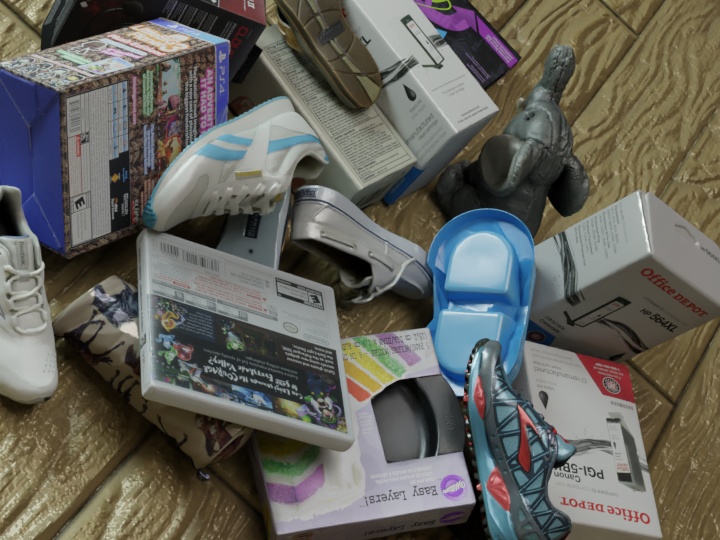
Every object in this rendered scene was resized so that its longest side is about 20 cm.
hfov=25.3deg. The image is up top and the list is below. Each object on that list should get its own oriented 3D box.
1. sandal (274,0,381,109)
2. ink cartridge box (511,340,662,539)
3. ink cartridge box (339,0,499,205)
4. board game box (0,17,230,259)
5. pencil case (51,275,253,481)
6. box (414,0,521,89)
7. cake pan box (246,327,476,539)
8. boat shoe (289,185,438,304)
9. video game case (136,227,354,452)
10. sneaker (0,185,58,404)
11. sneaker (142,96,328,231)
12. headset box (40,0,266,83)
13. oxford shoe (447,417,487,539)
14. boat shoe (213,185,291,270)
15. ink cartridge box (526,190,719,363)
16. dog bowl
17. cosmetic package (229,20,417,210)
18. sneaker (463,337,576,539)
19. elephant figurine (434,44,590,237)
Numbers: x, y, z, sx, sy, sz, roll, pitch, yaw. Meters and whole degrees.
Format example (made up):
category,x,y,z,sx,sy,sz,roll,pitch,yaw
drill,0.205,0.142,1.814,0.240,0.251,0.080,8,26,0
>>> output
category,x,y,z,sx,sy,sz,roll,pitch,yaw
sandal,-0.049,-0.250,1.642,0.080,0.054,0.200,-35,99,-40
ink cartridge box,0.211,0.187,1.617,0.146,0.083,0.201,14,52,-29
ink cartridge box,0.029,-0.196,1.712,0.084,0.146,0.200,-31,79,-43
board game box,-0.222,-0.125,1.457,0.097,0.160,0.200,23,32,35
pencil case,-0.181,0.090,1.404,0.200,0.089,0.078,44,41,1
box,0.088,-0.254,1.874,0.143,0.036,0.200,47,46,1
cake pan box,-0.005,0.152,1.468,0.199,0.052,0.185,-6,64,-15
boat shoe,0.003,-0.001,1.594,0.202,0.074,0.086,37,57,-40
video game case,-0.103,0.061,1.409,0.200,0.023,0.182,19,41,-28
sneaker,-0.302,0.019,1.367,0.074,0.087,0.200,-7,65,-40
sneaker,-0.112,-0.086,1.452,0.200,0.077,0.081,-35,80,-35
headset box,-0.195,-0.237,1.574,0.199,0.149,0.075,19,41,-25
oxford shoe,0.104,0.192,1.545,0.084,0.073,0.200,-24,76,-45
boat shoe,-0.105,-0.017,1.548,0.071,0.091,0.201,15,76,5
ink cartridge box,0.255,0.021,1.652,0.146,0.200,0.085,30,44,-37
dog bowl,0.118,0.039,1.598,0.050,0.111,0.201,50,47,-59
cosmetic package,-0.048,-0.155,1.670,0.103,0.087,0.200,-28,79,-43
sneaker,0.148,0.158,1.464,0.095,0.079,0.201,-10,83,5
elephant figurine,0.178,-0.114,1.722,0.155,0.200,0.141,51,45,5
